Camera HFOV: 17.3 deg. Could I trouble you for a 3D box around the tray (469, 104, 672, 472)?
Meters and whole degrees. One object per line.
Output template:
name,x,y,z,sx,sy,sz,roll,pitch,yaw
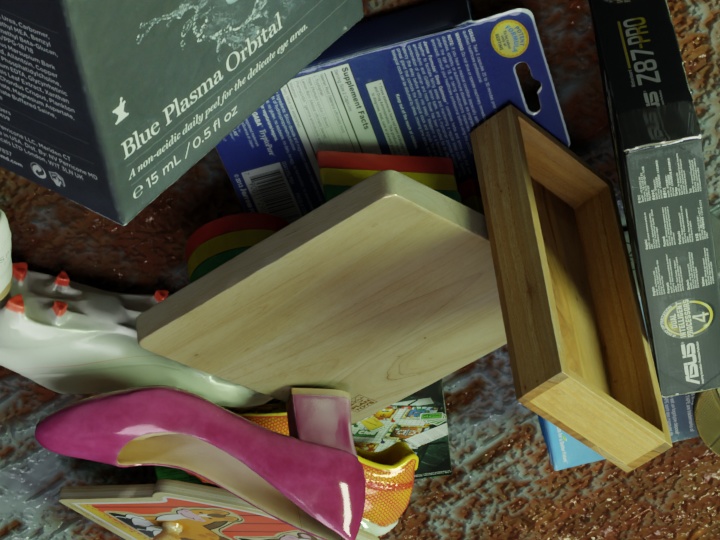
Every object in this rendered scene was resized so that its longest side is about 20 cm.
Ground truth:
tray,0.116,0.008,1.339,0.037,0.200,0.099,-35,132,27

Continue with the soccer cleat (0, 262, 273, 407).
soccer cleat,-0.147,0.050,1.486,0.199,0.069,0.078,15,136,-12

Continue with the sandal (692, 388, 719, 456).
sandal,0.269,0.089,1.498,0.080,0.054,0.200,-31,145,26

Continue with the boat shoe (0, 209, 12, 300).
boat shoe,-0.306,-0.017,1.400,0.199,0.071,0.069,-4,133,-15

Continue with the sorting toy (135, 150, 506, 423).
sorting toy,0.000,0.000,1.413,0.200,0.070,0.199,-29,146,30

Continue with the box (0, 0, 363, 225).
box,-0.112,-0.167,1.177,0.117,0.197,0.200,25,144,32

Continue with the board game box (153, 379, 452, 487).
board game box,-0.042,0.109,1.580,0.199,0.023,0.105,-7,135,0

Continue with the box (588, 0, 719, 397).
box,0.172,-0.052,1.359,0.049,0.161,0.200,-11,134,4

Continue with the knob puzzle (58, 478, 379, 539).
knob puzzle,-0.074,0.188,1.568,0.219,0.031,0.220,11,157,5

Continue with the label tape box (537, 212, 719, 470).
label tape box,0.205,0.040,1.516,0.199,0.063,0.144,-13,134,2

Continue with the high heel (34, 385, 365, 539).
high heel,-0.097,0.124,1.439,0.199,0.096,0.067,1,155,-10

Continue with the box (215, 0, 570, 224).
box,0.015,-0.093,1.389,0.199,0.032,0.121,-14,134,8

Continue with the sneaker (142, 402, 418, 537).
sneaker,-0.058,0.109,1.531,0.200,0.073,0.077,18,98,-19
